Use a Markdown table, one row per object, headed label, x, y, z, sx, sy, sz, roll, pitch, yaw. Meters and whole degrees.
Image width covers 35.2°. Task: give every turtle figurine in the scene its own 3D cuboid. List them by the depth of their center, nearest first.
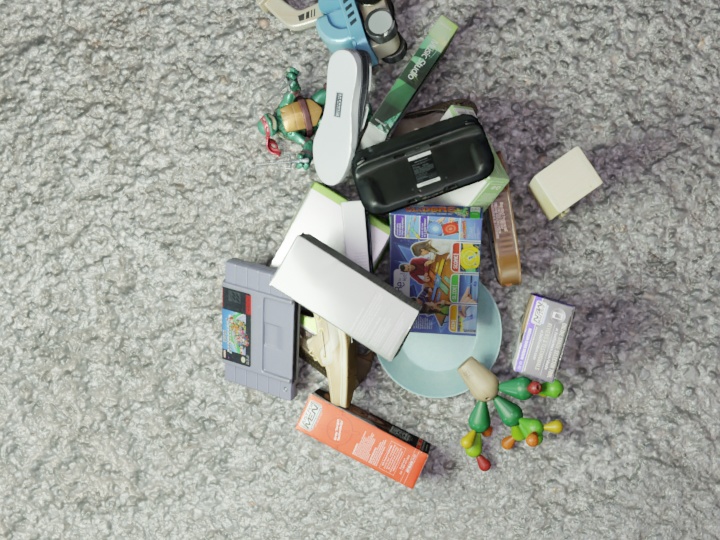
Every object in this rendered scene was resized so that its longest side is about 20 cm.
| label | x | y | z | sx | sy | sz | roll | pitch | yaw |
| --- | --- | --- | --- | --- | --- | --- | --- | --- | --- |
| turtle figurine | -0.086 | -0.240 | 1.739 | 0.197 | 0.101 | 0.152 | -20 | 106 | -12 |

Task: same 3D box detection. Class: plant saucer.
| label | x | y | z | sx | sy | sz | roll | pitch | yaw |
| --- | --- | --- | --- | --- | --- | --- | --- | --- | --- |
| plant saucer | 0.118 | 0.093 | 1.746 | 0.197 | 0.039 | 0.205 | 0 | 90 | 6 |

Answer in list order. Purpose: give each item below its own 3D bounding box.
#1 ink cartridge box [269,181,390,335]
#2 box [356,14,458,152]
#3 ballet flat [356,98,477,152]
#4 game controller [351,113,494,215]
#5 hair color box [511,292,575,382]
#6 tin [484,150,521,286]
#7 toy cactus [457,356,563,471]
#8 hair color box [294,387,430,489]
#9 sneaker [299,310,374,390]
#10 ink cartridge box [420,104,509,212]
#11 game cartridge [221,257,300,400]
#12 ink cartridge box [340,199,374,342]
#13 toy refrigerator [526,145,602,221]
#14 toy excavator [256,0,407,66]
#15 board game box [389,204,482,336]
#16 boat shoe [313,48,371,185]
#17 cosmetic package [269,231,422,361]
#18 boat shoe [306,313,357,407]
| label | x | y | z | sx | sy | sz | roll | pitch | yaw |
| --- | --- | --- | --- | --- | --- | --- | --- | --- | --- |
| ink cartridge box | -0.054 | -0.014 | 1.747 | 0.147 | 0.076 | 0.202 | 30 | 96 | 5 |
| box | 0.068 | -0.266 | 1.677 | 0.036 | 0.144 | 0.201 | 32 | 78 | -1 |
| ballet flat | 0.086 | -0.216 | 1.747 | 0.197 | 0.046 | 0.068 | -18 | 87 | 5 |
| game controller | 0.087 | -0.149 | 1.598 | 0.197 | 0.042 | 0.106 | -19 | 74 | 3 |
| hair color box | 0.262 | 0.094 | 1.651 | 0.064 | 0.200 | 0.111 | 16 | 91 | 5 |
| tin | 0.208 | -0.076 | 1.701 | 0.041 | 0.112 | 0.203 | -9 | 88 | 7 |
| toy cactus | 0.203 | 0.205 | 1.684 | 0.165 | 0.102 | 0.200 | 47 | 132 | 1 |
| hair color box | 0.006 | 0.252 | 1.725 | 0.198 | 0.101 | 0.062 | 26 | 93 | 5 |
| sneaker | -0.067 | 0.101 | 1.761 | 0.199 | 0.071 | 0.076 | 40 | 69 | 6 |
| ink cartridge box | 0.124 | -0.123 | 1.690 | 0.201 | 0.047 | 0.147 | -53 | 48 | 39 |
| game cartridge | -0.152 | 0.089 | 1.723 | 0.128 | 0.038 | 0.203 | 12 | 114 | 21 |
| ink cartridge box | 0.000 | 0.000 | 1.654 | 0.039 | 0.099 | 0.204 | -3 | 93 | 4 |
| toy refrigerator | 0.295 | -0.121 | 1.649 | 0.075 | 0.200 | 0.070 | -35 | 87 | 4 |
| toy excavator | -0.049 | -0.388 | 1.736 | 0.197 | 0.100 | 0.197 | -20 | 74 | 8 |
| board game box | 0.108 | 0.001 | 1.661 | 0.133 | 0.035 | 0.203 | 4 | 122 | 6 |
| boat shoe | -0.020 | -0.228 | 1.685 | 0.071 | 0.067 | 0.203 | 17 | 109 | 33 |
| cosmetic package | -0.018 | 0.034 | 1.555 | 0.198 | 0.107 | 0.091 | 30 | 95 | 6 |
| boat shoe | -0.046 | 0.102 | 1.684 | 0.068 | 0.074 | 0.204 | -3 | 93 | 11 |
